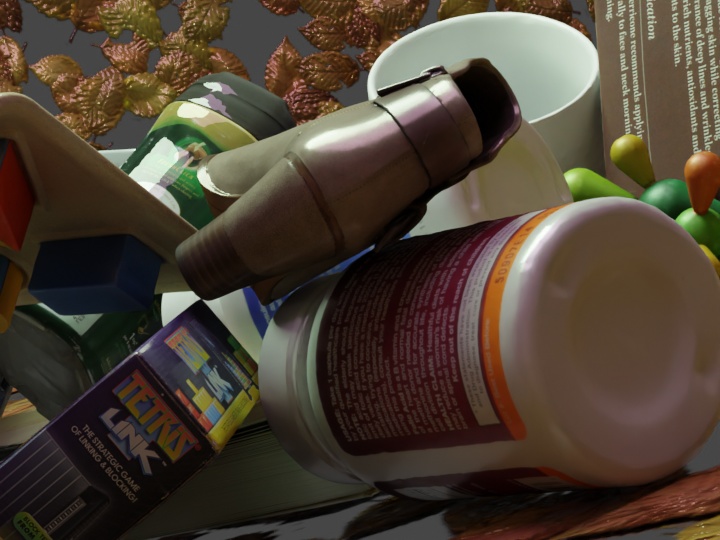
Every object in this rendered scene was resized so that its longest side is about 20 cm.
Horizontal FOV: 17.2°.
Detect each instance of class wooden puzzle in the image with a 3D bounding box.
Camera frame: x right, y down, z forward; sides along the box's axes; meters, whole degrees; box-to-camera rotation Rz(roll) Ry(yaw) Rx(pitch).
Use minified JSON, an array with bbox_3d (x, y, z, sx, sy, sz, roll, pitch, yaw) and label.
[{"bbox_3d":[-0.172,-0.016,1.083,0.185,0.046,0.200,-5,-25,34],"label":"wooden puzzle"}]

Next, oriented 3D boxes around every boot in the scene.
[{"bbox_3d":[0.001,-0.044,1.034,0.146,0.070,0.200,-29,10,13],"label":"boot"}]

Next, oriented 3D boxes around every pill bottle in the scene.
[{"bbox_3d":[0.050,0.038,0.997,0.114,0.114,0.200,-20,5,-35],"label":"pill bottle"},{"bbox_3d":[0.000,0.000,1.177,0.200,0.112,0.112,-22,0,34],"label":"pill bottle"}]

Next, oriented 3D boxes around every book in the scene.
[{"bbox_3d":[-0.061,0.100,1.185,0.200,0.048,0.134,-16,-2,24],"label":"book"}]

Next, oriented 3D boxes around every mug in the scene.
[{"bbox_3d":[0.097,-0.041,1.513,0.147,0.176,0.200,-19,36,-13],"label":"mug"}]

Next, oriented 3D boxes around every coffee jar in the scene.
[{"bbox_3d":[-0.110,-0.012,1.285,0.085,0.104,0.200,29,58,22],"label":"coffee jar"}]

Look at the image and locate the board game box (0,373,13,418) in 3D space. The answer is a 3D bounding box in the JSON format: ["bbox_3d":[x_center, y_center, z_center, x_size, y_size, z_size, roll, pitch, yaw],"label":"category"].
[{"bbox_3d":[-0.248,0.040,1.380,0.056,0.200,0.196,20,-9,10],"label":"board game box"}]

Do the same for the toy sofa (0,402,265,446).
[{"bbox_3d":[-0.131,0.097,1.343,0.200,0.098,0.083,-17,-21,3],"label":"toy sofa"}]

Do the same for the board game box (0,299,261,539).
[{"bbox_3d":[-0.125,0.093,1.021,0.165,0.057,0.200,-41,2,6],"label":"board game box"}]

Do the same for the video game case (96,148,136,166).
[{"bbox_3d":[-0.114,-0.065,1.456,0.143,0.017,0.200,0,3,41],"label":"video game case"}]

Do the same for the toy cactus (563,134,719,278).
[{"bbox_3d":[0.183,-0.022,1.186,0.165,0.102,0.200,-11,16,-33],"label":"toy cactus"}]

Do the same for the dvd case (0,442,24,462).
[{"bbox_3d":[-0.228,0.131,1.219,0.200,0.016,0.149,-27,-10,23],"label":"dvd case"}]

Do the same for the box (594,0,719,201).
[{"bbox_3d":[0.269,-0.113,1.451,0.200,0.166,0.164,-13,-18,40],"label":"box"}]
